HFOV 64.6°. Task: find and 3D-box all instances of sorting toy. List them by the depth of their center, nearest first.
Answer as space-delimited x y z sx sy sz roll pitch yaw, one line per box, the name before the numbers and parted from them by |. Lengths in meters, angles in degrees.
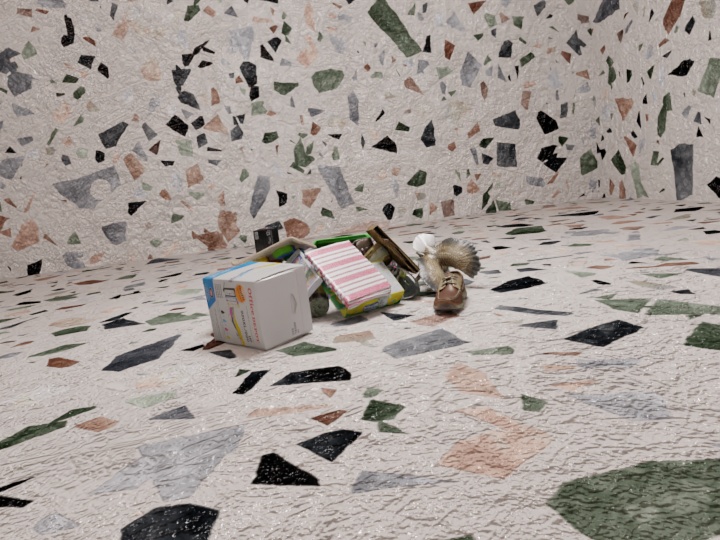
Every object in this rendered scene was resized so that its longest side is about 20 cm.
sorting toy | -0.229 -0.036 1.552 0.195 0.038 0.185 -21 -8 11

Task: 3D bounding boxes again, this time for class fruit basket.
fruit basket | -0.052 -0.035 1.854 0.208 0.161 0.216 -8 -9 -1

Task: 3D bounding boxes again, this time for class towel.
towel | -0.032 0.007 1.373 0.144 0.030 0.200 -15 49 -38

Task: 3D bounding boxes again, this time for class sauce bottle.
sauce bottle | -0.124 0.032 1.447 0.063 0.066 0.202 -8 39 -10

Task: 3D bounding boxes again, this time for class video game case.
video game case | -0.173 0.036 1.423 0.144 0.018 0.200 -49 30 3

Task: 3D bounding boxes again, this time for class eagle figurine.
eagle figurine | 0.221 -0.015 1.542 0.146 0.157 0.200 12 0 -11

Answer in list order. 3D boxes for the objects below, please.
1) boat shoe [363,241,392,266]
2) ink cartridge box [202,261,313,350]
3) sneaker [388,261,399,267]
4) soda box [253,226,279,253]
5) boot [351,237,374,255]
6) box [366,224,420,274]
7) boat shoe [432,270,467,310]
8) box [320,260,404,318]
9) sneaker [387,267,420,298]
boat shoe | 0.000 0.000 1.544 0.198 0.067 0.073 -38 -18 21
ink cartridge box | -0.225 0.072 1.253 0.196 0.152 0.143 2 16 43
sneaker | 0.093 -0.009 1.752 0.082 0.079 0.198 -3 11 38
soda box | -0.276 -0.027 1.737 0.061 0.207 0.071 -5 9 8
boot | 0.031 -0.020 1.630 0.194 0.151 0.070 -9 8 -14
box | 0.084 -0.058 1.538 0.021 0.163 0.200 -45 5 -1
boat shoe | 0.208 0.045 1.337 0.073 0.074 0.200 -5 9 14
box | -0.001 0.046 1.399 0.195 0.049 0.118 -10 48 -33
sneaker | 0.114 0.025 1.528 0.082 0.077 0.199 4 11 -27
